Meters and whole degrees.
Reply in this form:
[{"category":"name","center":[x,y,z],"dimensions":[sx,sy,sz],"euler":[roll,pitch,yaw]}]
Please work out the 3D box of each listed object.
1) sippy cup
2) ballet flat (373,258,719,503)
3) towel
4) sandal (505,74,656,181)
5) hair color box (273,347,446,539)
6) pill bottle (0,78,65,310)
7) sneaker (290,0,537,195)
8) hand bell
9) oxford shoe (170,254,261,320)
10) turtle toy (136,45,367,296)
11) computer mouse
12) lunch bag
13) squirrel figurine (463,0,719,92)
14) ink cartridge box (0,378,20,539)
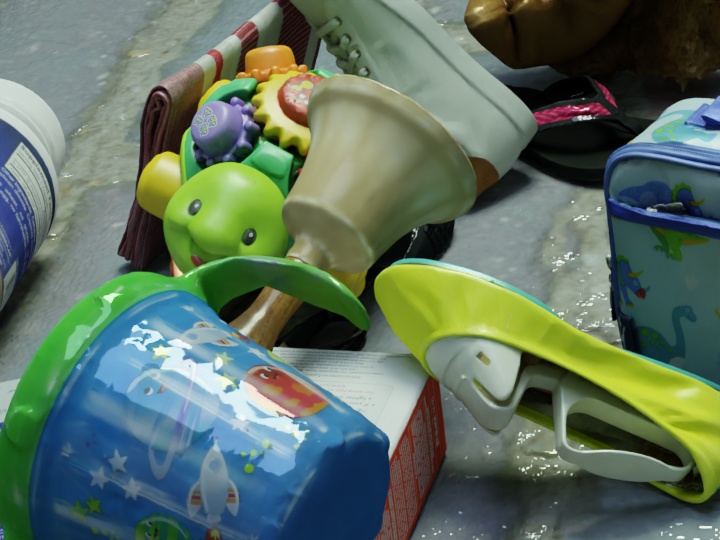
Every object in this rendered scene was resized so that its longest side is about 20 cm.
[{"category":"sippy cup","center":[-0.063,0.086,0.858],"dimensions":[0.130,0.178,0.140],"euler":[24,14,27]},{"category":"ballet flat","center":[0.093,0.057,0.991],"dimensions":[0.200,0.067,0.067],"euler":[23,53,1]},{"category":"towel","center":[-0.085,-0.103,1.304],"dimensions":[0.023,0.144,0.200],"euler":[29,41,14]},{"category":"sandal","center":[0.128,-0.103,1.335],"dimensions":[0.200,0.045,0.075],"euler":[20,39,41]},{"category":"hair color box","center":[-0.037,0.116,0.979],"dimensions":[0.111,0.064,0.200],"euler":[2,30,18]},{"category":"pill bottle","center":[-0.255,-0.038,1.260],"dimensions":[0.119,0.120,0.200],"euler":[-3,29,12]},{"category":"sneaker","center":[0.015,-0.120,1.271],"dimensions":[0.085,0.200,0.073],"euler":[-54,9,-15]},{"category":"hand bell","center":[-0.037,0.007,1.019],"dimensions":[0.104,0.104,0.200],"euler":[16,57,38]},{"category":"oxford shoe","center":[-0.066,-0.022,1.227],"dimensions":[0.073,0.071,0.200],"euler":[1,30,11]},{"category":"turtle toy","center":[-0.048,-0.052,1.145],"dimensions":[0.146,0.101,0.200],"euler":[28,46,6]},{"category":"computer mouse","center":[0.000,0.000,1.204],"dimensions":[0.059,0.034,0.200],"euler":[7,34,26]},{"category":"lunch bag","center":[0.219,0.000,1.007],"dimensions":[0.200,0.161,0.082],"euler":[14,36,34]},{"category":"squirrel figurine","center":[0.180,-0.210,1.355],"dimensions":[0.186,0.200,0.142],"euler":[-25,49,25]},{"category":"ink cartridge box","center":[-0.197,0.125,1.038],"dimensions":[0.099,0.039,0.200],"euler":[-10,28,-2]}]
